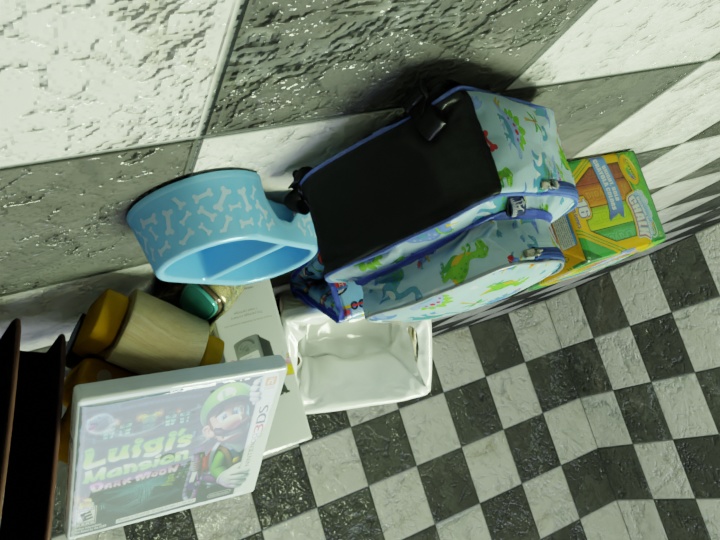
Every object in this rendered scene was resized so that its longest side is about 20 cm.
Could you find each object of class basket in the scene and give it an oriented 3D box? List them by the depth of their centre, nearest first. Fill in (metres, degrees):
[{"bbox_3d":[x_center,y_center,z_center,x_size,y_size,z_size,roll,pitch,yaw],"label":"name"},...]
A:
[{"bbox_3d":[-0.013,0.095,0.949,0.194,0.140,0.123,-6,-164,-14],"label":"basket"}]

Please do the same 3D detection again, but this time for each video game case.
[{"bbox_3d":[-0.177,0.169,0.678,0.195,0.023,0.185,-5,127,-33],"label":"video game case"}]

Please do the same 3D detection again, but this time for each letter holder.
[{"bbox_3d":[-0.301,0.144,0.584,0.099,0.206,0.141,12,151,-34],"label":"letter holder"}]

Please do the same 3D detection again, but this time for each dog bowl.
[{"bbox_3d":[-0.103,-0.028,0.586,0.109,0.051,0.199,-23,170,19],"label":"dog bowl"}]

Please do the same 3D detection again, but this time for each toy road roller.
[{"bbox_3d":[-0.233,0.119,0.698,0.121,0.149,0.199,27,149,-24],"label":"toy road roller"}]

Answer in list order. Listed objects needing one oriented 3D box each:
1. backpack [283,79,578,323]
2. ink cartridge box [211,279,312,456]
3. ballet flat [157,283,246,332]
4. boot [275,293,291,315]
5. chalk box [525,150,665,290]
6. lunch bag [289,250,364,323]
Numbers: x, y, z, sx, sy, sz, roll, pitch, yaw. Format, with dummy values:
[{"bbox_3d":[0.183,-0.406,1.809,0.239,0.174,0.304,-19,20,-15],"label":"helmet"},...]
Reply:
[{"bbox_3d":[0.076,-0.045,0.559,0.181,0.151,0.197,-25,171,41],"label":"backpack"},{"bbox_3d":[-0.137,0.122,0.865,0.084,0.205,0.147,-14,169,-22],"label":"ink cartridge box"},{"bbox_3d":[-0.168,0.029,0.743,0.069,0.073,0.199,-12,169,-32],"label":"ballet flat"},{"bbox_3d":[-0.076,0.056,1.032,0.196,0.076,0.075,-21,160,20],"label":"boot"},{"bbox_3d":[0.299,-0.069,0.917,0.196,0.128,0.124,-15,170,-30],"label":"chalk box"},{"bbox_3d":[0.000,0.000,0.878,0.147,0.097,0.199,-13,-178,-20],"label":"lunch bag"}]
